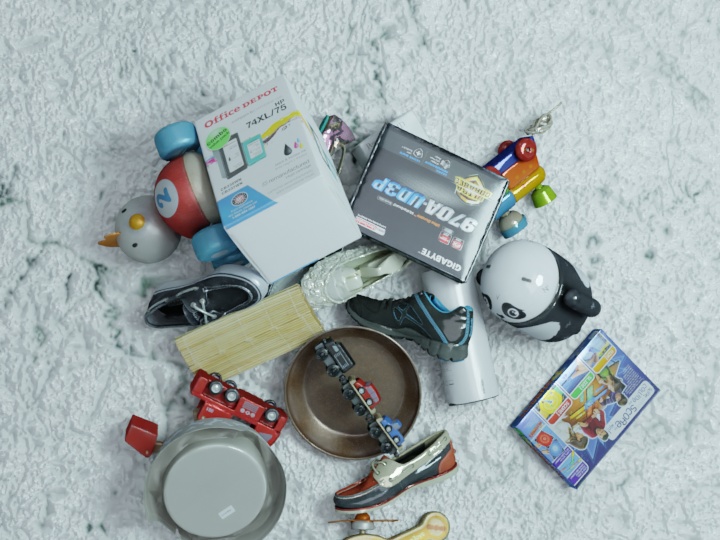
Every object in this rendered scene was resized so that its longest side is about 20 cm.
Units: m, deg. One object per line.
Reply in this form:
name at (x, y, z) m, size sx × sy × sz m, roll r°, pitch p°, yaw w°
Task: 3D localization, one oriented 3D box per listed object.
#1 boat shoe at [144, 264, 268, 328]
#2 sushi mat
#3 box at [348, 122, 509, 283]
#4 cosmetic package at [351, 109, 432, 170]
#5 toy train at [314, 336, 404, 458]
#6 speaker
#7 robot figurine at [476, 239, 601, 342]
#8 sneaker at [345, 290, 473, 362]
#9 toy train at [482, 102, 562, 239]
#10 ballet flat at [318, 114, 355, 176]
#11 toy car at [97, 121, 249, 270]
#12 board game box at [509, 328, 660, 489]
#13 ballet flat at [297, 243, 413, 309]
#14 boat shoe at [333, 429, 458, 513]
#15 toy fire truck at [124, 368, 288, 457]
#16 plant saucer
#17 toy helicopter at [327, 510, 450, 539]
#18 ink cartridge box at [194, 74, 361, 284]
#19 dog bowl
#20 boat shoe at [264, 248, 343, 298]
boat shoe at (-0.216, 0.044, 1.483) m, size 0.072 × 0.198 × 0.068 m, roll 61°, pitch 36°, yaw -32°
sushi mat at (-0.156, 0.094, 1.527) m, size 0.198 × 0.012 × 0.096 m, roll -24°, pitch 121°, yaw 6°
box at (0.090, -0.095, 1.529) m, size 0.198 × 0.046 × 0.161 m, roll 25°, pitch 85°, yaw -1°
cosmetic package at (0.082, -0.123, 1.594) m, size 0.101 × 0.074 × 0.201 m, roll -34°, pitch 93°, yaw -10°
toy train at (0.004, 0.177, 1.519) m, size 0.046 × 0.034 × 0.201 m, roll -34°, pitch 99°, yaw -2°
speaker at (0.145, 0.091, 1.583) m, size 0.080 × 0.081 × 0.203 m, roll -11°, pitch 87°, yaw -9°
robot figurine at (0.257, 0.034, 1.559) m, size 0.149 × 0.199 × 0.126 m, roll -31°, pitch 56°, yaw 26°
sneaker at (0.073, 0.062, 1.548) m, size 0.198 × 0.073 × 0.083 m, roll 19°, pitch 100°, yaw 22°
toy train at (0.259, -0.148, 1.622) m, size 0.199 × 0.085 × 0.116 m, roll -37°, pitch 102°, yaw -9°
ballet flat at (-0.072, -0.134, 1.576) m, size 0.071 × 0.069 × 0.201 m, roll 36°, pitch 77°, yaw -8°
toy car at (-0.277, -0.071, 1.495) m, size 0.198 × 0.177 × 0.186 m, roll -24°, pitch 79°, yaw 3°
board game box at (0.339, 0.207, 1.628) m, size 0.135 × 0.034 × 0.200 m, roll 45°, pitch 81°, yaw -4°
ballet flat at (0.000, 0.000, 1.549) m, size 0.198 × 0.072 × 0.073 m, roll -27°, pitch 90°, yaw -26°
boat shoe at (0.048, 0.292, 1.556) m, size 0.198 × 0.071 × 0.063 m, roll -19°, pitch 104°, yaw -16°
toy fire truck at (-0.217, 0.221, 1.529) m, size 0.198 × 0.049 × 0.142 m, roll 28°, pitch 95°, yaw -14°
plant saucer at (-0.011, 0.172, 1.552) m, size 0.197 × 0.037 × 0.204 m, roll 1°, pitch 104°, yaw 2°
toy helicopter at (0.038, 0.397, 1.562) m, size 0.198 × 0.079 × 0.134 m, roll -23°, pitch 81°, yaw -20°
ink cartridge box at (-0.112, -0.123, 1.447) m, size 0.145 × 0.146 × 0.202 m, roll -27°, pitch 52°, yaw 7°
dog bowl at (-0.202, 0.296, 1.497) m, size 0.197 × 0.059 × 0.203 m, roll -3°, pitch 109°, yaw -9°
boat shoe at (-0.076, -0.014, 1.567) m, size 0.075 × 0.060 × 0.202 m, roll 31°, pitch 82°, yaw -5°
